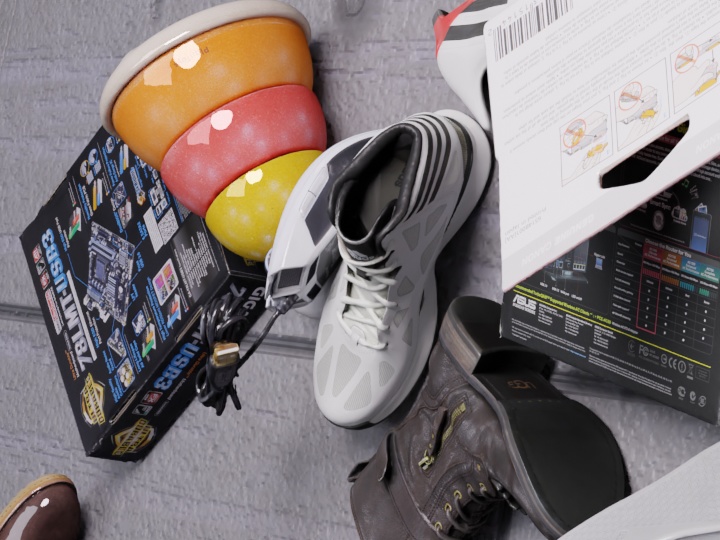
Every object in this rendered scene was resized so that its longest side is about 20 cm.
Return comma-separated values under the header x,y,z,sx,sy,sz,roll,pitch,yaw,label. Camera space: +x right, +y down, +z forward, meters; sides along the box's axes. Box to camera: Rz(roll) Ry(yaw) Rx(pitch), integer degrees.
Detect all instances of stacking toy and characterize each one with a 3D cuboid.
x,y,z,sx,sy,sz,roll,pitch,yaw,label
-0.064,-0.055,1.789,0.146,0.146,0.201,-43,65,40,stacking toy

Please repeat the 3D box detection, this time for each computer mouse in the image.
x,y,z,sx,sy,sz,roll,pitch,yaw,label
-0.039,-0.012,1.703,0.044,0.110,0.200,32,69,14,computer mouse

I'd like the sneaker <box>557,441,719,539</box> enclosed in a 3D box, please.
x,y,z,sx,sy,sz,roll,pitch,yaw,label
0.188,0.145,1.412,0.200,0.099,0.071,-30,26,26,sneaker

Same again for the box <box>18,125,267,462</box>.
x,y,z,sx,sy,sz,roll,pitch,yaw,label
-0.145,-0.008,1.933,0.199,0.050,0.200,-51,44,35,box

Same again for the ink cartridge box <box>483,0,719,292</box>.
x,y,z,sx,sy,sz,roll,pitch,yaw,label
0.147,-0.096,1.400,0.200,0.045,0.177,-34,44,36,ink cartridge box

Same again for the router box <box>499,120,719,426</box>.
x,y,z,sx,sy,sz,roll,pitch,yaw,label
0.155,-0.018,1.479,0.200,0.062,0.151,23,112,55,router box

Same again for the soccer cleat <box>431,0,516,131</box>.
x,y,z,sx,sy,sz,roll,pitch,yaw,label
0.110,-0.159,1.607,0.200,0.068,0.085,-49,54,41,soccer cleat

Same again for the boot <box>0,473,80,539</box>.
x,y,z,sx,sy,sz,roll,pitch,yaw,label
-0.200,0.258,1.946,0.166,0.072,0.201,34,108,40,boot

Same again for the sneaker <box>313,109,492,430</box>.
x,y,z,sx,sy,sz,roll,pitch,yaw,label
0.000,0.000,1.658,0.075,0.115,0.201,26,103,26,sneaker

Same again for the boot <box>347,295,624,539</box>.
x,y,z,sx,sy,sz,roll,pitch,yaw,label
0.063,0.132,1.606,0.174,0.069,0.200,-63,34,30,boot
